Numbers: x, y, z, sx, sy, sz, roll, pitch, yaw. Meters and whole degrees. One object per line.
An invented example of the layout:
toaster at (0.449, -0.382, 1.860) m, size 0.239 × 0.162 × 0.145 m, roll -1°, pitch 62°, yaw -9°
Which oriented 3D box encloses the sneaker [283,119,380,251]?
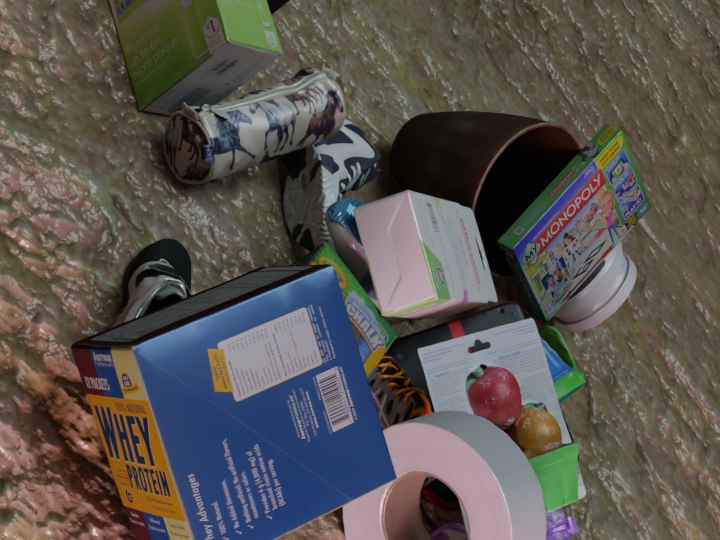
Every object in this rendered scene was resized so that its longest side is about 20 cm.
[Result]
sneaker at (-0.022, -0.100, 1.799) m, size 0.129 × 0.080 × 0.200 m, roll 14°, pitch 44°, yaw -37°

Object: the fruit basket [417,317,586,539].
fruit basket at (0.144, 0.163, 1.669) m, size 0.184 × 0.093 × 0.202 m, roll -13°, pitch 80°, yaw -42°

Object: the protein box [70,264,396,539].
protein box at (-0.107, 0.121, 1.370) m, size 0.199 × 0.135 × 0.200 m, roll -22°, pitch 100°, yaw -30°

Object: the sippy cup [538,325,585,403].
sippy cup at (0.169, 0.117, 1.853) m, size 0.131 × 0.139 × 0.178 m, roll 54°, pitch 10°, yaw 11°

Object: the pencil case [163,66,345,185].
pencil case at (-0.107, -0.155, 1.674) m, size 0.199 × 0.090 × 0.078 m, roll -24°, pitch 61°, yaw -36°

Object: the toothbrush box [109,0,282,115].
toothbrush box at (-0.181, -0.282, 1.674) m, size 0.086 × 0.145 × 0.202 m, roll 7°, pitch 60°, yaw -49°

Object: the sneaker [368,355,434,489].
sneaker at (0.034, 0.139, 1.698) m, size 0.078 × 0.077 × 0.201 m, roll -13°, pitch 75°, yaw -53°

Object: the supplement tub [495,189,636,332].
supplement tub at (0.243, -0.032, 2.039) m, size 0.200 × 0.140 × 0.141 m, roll 45°, pitch 37°, yaw -21°

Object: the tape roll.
tape roll at (0.080, 0.242, 1.570) m, size 0.071 × 0.202 × 0.204 m, roll -10°, pitch 73°, yaw -54°

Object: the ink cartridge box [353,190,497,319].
ink cartridge box at (0.072, -0.012, 1.685) m, size 0.200 × 0.067 × 0.118 m, roll 8°, pitch 65°, yaw -66°

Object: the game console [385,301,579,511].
game console at (0.127, 0.148, 1.759) m, size 0.175 × 0.031 × 0.202 m, roll -17°, pitch 75°, yaw -14°

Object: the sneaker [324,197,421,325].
sneaker at (0.000, 0.000, 1.704) m, size 0.200 × 0.080 × 0.077 m, roll 57°, pitch 25°, yaw -48°

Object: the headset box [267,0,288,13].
headset box at (-0.146, -0.384, 1.772) m, size 0.093 × 0.174 × 0.201 m, roll -23°, pitch 82°, yaw -55°

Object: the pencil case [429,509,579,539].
pencil case at (0.149, 0.295, 1.721) m, size 0.199 × 0.085 × 0.085 m, roll -5°, pitch 68°, yaw -54°

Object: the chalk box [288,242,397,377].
chalk box at (-0.058, 0.068, 1.589) m, size 0.124 × 0.124 × 0.200 m, roll 52°, pitch 36°, yaw -9°

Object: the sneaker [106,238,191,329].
sneaker at (-0.182, 0.032, 1.491) m, size 0.074 × 0.088 × 0.201 m, roll 42°, pitch 36°, yaw -21°

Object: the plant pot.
plant pot at (0.133, -0.114, 1.900) m, size 0.186 × 0.188 × 0.199 m, roll 16°, pitch 10°, yaw -46°

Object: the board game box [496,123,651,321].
board game box at (0.252, -0.055, 1.876) m, size 0.200 × 0.029 × 0.135 m, roll -46°, pitch 135°, yaw -15°
